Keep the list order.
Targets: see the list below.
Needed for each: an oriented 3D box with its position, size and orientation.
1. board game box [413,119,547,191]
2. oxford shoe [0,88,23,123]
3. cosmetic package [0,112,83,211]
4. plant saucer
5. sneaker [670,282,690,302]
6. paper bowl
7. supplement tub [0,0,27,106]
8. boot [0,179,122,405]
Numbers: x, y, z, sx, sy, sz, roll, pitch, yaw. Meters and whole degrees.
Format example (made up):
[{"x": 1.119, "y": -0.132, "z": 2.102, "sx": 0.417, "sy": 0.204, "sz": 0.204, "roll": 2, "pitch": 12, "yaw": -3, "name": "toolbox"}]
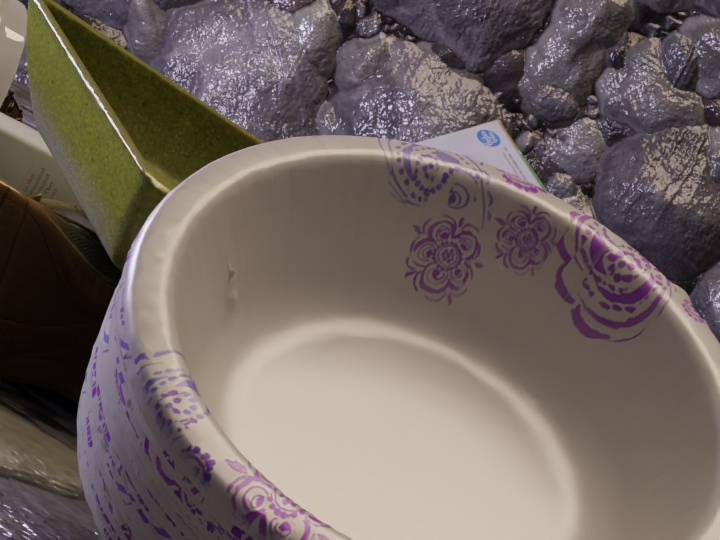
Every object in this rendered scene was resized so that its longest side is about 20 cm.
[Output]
[{"x": 0.000, "y": 0.000, "z": 1.105, "sx": 0.153, "sy": 0.199, "sz": 0.040, "roll": -115, "pitch": -168, "yaw": -56, "name": "board game box"}, {"x": -0.245, "y": -0.090, "z": 1.482, "sx": 0.200, "sy": 0.085, "sz": 0.073, "roll": 30, "pitch": 1, "yaw": -19, "name": "oxford shoe"}, {"x": -0.212, "y": -0.050, "z": 1.075, "sx": 0.200, "sy": 0.085, "sz": 0.108, "roll": 26, "pitch": 4, "yaw": -41, "name": "cosmetic package"}, {"x": -0.061, "y": -0.020, "z": 0.987, "sx": 0.200, "sy": 0.048, "sz": 0.200, "roll": 33, "pitch": 12, "yaw": -35, "name": "plant saucer"}, {"x": 0.117, "y": 0.050, "z": 0.886, "sx": 0.200, "sy": 0.085, "sz": 0.073, "roll": 43, "pitch": -5, "yaw": 38, "name": "sneaker"}, {"x": 0.012, "y": 0.060, "z": 0.682, "sx": 0.200, "sy": 0.104, "sz": 0.201, "roll": 14, "pitch": 41, "yaw": -12, "name": "paper bowl"}, {"x": -0.290, "y": -0.133, "z": 1.162, "sx": 0.200, "sy": 0.145, "sz": 0.145, "roll": 27, "pitch": 3, "yaw": -26, "name": "supplement tub"}, {"x": -0.152, "y": -0.003, "z": 0.975, "sx": 0.200, "sy": 0.073, "sz": 0.155, "roll": 30, "pitch": 3, "yaw": -26, "name": "boot"}]
